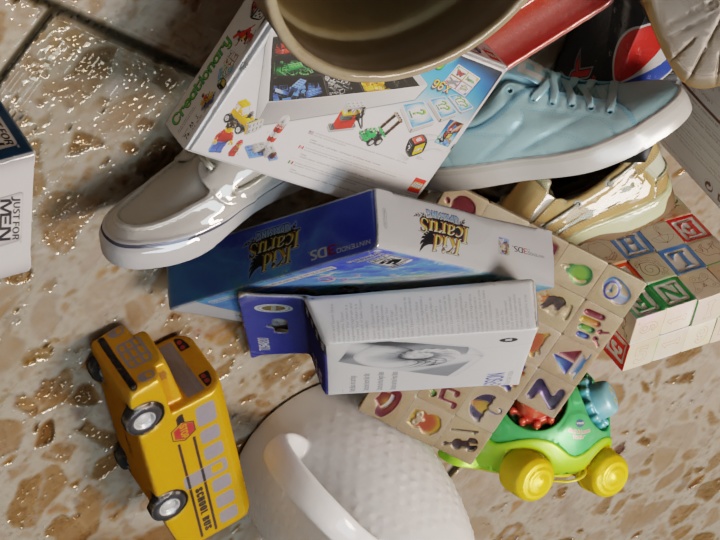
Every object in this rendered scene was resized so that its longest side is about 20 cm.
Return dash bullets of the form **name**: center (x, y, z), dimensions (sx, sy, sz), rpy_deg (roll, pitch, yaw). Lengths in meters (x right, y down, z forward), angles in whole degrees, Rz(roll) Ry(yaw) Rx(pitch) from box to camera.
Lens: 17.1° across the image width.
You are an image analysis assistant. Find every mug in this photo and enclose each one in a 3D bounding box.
- **mug**: center (-0.005, 0.184, 1.811), dimensions (0.148, 0.175, 0.200), rpy_deg (-43, 143, 6)

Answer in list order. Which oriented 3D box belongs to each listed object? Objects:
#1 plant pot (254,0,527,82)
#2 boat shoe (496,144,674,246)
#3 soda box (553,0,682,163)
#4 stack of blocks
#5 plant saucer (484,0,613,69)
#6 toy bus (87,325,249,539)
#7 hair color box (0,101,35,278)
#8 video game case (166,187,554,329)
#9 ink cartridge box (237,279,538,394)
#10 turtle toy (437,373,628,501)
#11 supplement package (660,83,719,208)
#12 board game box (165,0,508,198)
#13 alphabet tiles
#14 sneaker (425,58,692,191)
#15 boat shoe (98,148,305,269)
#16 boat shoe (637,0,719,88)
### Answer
- **plant pot**: center (-0.004, -0.236, 1.362), dimensions (0.199, 0.174, 0.200), rpy_deg (-21, 138, -20)
- **boat shoe**: center (0.132, -0.048, 1.772), dimensions (0.199, 0.072, 0.076), rpy_deg (-26, 128, -7)
- **soda box**: center (0.197, -0.172, 1.688), dimensions (0.063, 0.071, 0.200), rpy_deg (-4, 132, -31)
- **stack of blocks**: center (0.188, 0.017, 1.846), dimensions (0.199, 0.115, 0.059), rpy_deg (-15, 138, -27)
- **plant saucer**: center (0.055, -0.195, 1.534), dimensions (0.199, 0.037, 0.200), rpy_deg (-32, 141, -4)
- **toy bus**: center (-0.136, 0.116, 1.721), dimensions (0.078, 0.065, 0.200), rpy_deg (-27, 142, -15)
- **hair color box**: center (-0.298, -0.028, 1.436), dimensions (0.199, 0.061, 0.100), rpy_deg (-16, 139, -26)
- **video game case**: center (0.000, 0.000, 1.637), dimensions (0.200, 0.046, 0.181), rpy_deg (-15, 163, 41)
- **ink cartridge box**: center (0.018, 0.051, 1.664), dimensions (0.199, 0.041, 0.200), rpy_deg (-3, 167, 0)
- **turtle toy**: center (0.119, 0.109, 1.883), dimensions (0.199, 0.146, 0.102), rpy_deg (2, 108, -35)
- **supplement package**: center (0.299, -0.156, 1.753), dimensions (0.117, 0.117, 0.200), rpy_deg (-21, 141, -20)
- **board game box**: center (-0.012, -0.111, 1.513), dimensions (0.200, 0.035, 0.126), rpy_deg (16, 116, -45)
- **alphabet tiles**: center (0.089, 0.049, 1.766), dimensions (0.167, 0.008, 0.200), rpy_deg (26, 116, -12)
- **sneaker**: center (0.124, -0.111, 1.642), dimensions (0.199, 0.074, 0.082), rpy_deg (-13, 118, 9)
- **boat shoe**: center (-0.085, -0.070, 1.564), dimensions (0.199, 0.072, 0.066), rpy_deg (-25, 136, -17)
- **boat shoe**: center (0.193, -0.216, 1.568), dimensions (0.073, 0.065, 0.201), rpy_deg (-20, 106, 0)
